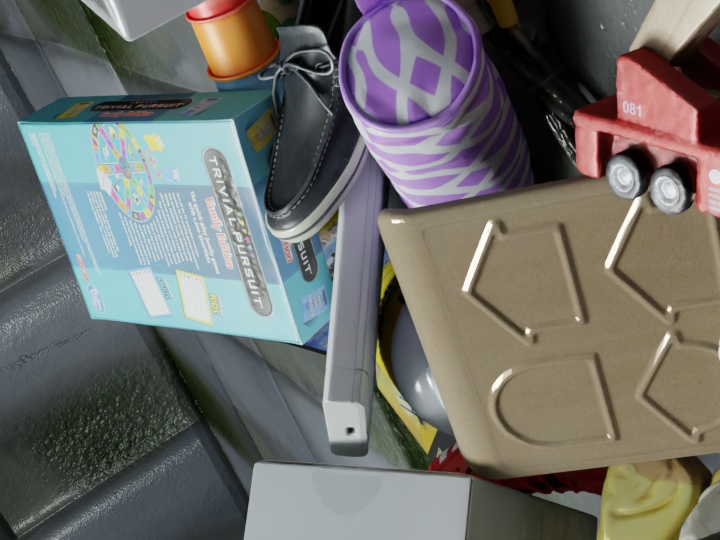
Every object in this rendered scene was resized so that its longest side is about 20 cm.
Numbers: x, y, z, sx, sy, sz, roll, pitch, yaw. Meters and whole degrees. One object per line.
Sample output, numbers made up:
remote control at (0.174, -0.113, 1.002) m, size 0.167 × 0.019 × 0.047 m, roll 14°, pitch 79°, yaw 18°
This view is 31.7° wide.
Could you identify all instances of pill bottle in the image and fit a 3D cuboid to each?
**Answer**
pill bottle at (0.068, 0.044, 0.824) m, size 0.113 × 0.111 × 0.200 m, roll 60°, pitch 176°, yaw -11°

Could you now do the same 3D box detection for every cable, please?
cable at (0.080, -0.109, 0.673) m, size 0.202 × 0.050 × 0.097 m, roll 61°, pitch 160°, yaw -10°

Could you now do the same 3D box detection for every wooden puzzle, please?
wooden puzzle at (0.125, 0.024, 0.651) m, size 0.047 × 0.197 × 0.187 m, roll -71°, pitch -33°, yaw -49°

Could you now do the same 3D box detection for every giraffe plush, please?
giraffe plush at (0.200, 0.205, 0.758) m, size 0.173 × 0.201 × 0.162 m, roll 44°, pitch -169°, yaw 22°

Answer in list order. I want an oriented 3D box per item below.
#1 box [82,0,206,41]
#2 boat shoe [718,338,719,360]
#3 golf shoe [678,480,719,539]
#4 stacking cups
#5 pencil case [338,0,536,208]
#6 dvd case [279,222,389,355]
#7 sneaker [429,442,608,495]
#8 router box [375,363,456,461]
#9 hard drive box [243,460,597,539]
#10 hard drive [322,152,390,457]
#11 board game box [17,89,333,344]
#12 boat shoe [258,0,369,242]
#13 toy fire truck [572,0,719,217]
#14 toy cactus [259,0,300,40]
box at (-0.071, -0.221, 0.648) m, size 0.112 × 0.199 × 0.102 m, roll 42°, pitch 158°, yaw 48°
boat shoe at (0.228, 0.095, 0.549) m, size 0.200 × 0.065 × 0.074 m, roll 41°, pitch 154°, yaw 26°
golf shoe at (0.235, 0.170, 0.590) m, size 0.199 × 0.097 × 0.079 m, roll 30°, pitch 119°, yaw 33°
stacking cups at (-0.063, -0.115, 0.800) m, size 0.060 × 0.060 × 0.202 m, roll 38°, pitch 155°, yaw 50°
pencil case at (0.048, -0.076, 0.707) m, size 0.200 × 0.083 × 0.087 m, roll 54°, pitch -160°, yaw -66°
dvd case at (-0.061, -0.001, 0.958) m, size 0.143 × 0.198 × 0.018 m, roll -44°, pitch 42°, yaw 35°
sneaker at (0.123, 0.152, 0.918) m, size 0.079 × 0.115 × 0.200 m, roll 58°, pitch 166°, yaw -8°
router box at (0.059, 0.081, 1.095) m, size 0.158 × 0.052 × 0.201 m, roll 53°, pitch 163°, yaw 21°
hard drive box at (0.043, 0.177, 0.813) m, size 0.154 × 0.078 × 0.199 m, roll -2°, pitch 163°, yaw 33°
hard drive at (0.000, 0.000, 0.780) m, size 0.132 × 0.026 × 0.203 m, roll 86°, pitch -172°, yaw -69°
board game box at (-0.120, -0.037, 0.829) m, size 0.198 × 0.047 × 0.153 m, roll 5°, pitch 121°, yaw 37°
boat shoe at (-0.022, -0.116, 0.724) m, size 0.062 × 0.203 × 0.074 m, roll 20°, pitch 178°, yaw -37°
toy fire truck at (0.134, -0.097, 0.513) m, size 0.199 × 0.048 × 0.143 m, roll 25°, pitch 130°, yaw 47°
toy cactus at (-0.039, -0.174, 0.886) m, size 0.165 × 0.101 × 0.202 m, roll -112°, pitch -4°, yaw -62°
